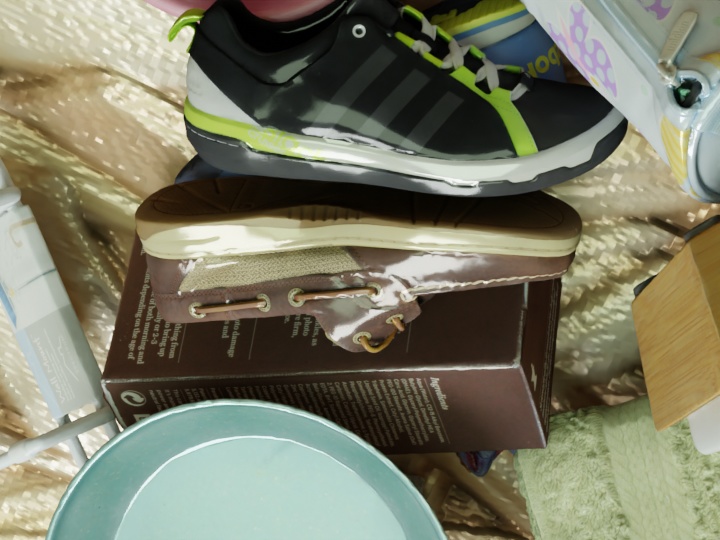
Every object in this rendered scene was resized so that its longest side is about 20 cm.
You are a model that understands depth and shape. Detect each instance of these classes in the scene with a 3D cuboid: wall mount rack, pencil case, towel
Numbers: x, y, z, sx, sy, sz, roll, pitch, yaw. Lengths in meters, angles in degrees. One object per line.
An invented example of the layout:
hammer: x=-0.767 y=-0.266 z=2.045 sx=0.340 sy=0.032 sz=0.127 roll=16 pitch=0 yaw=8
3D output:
wall mount rack: x=-0.192 y=0.038 z=1.280 sx=0.174 sy=0.074 sz=0.201 roll=-25 pitch=88 yaw=61
pencil case: x=0.114 y=-0.112 z=1.083 sx=0.090 sy=0.200 sz=0.083 roll=-3 pitch=130 yaw=-35
towel: x=0.150 y=0.144 z=1.165 sx=0.148 sy=0.036 sz=0.201 roll=-20 pitch=70 yaw=23

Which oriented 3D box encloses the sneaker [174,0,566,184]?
sneaker: x=0.006 y=-0.060 z=1.200 sx=0.199 sy=0.074 sz=0.082 roll=-22 pitch=109 yaw=23

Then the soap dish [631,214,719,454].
soap dish: x=0.192 y=0.002 z=1.062 sx=0.157 sy=0.200 sz=0.081 roll=-29 pitch=83 yaw=-6

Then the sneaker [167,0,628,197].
sneaker: x=0.015 y=-0.082 z=1.114 sx=0.199 sy=0.072 sz=0.083 roll=2 pitch=112 yaw=5

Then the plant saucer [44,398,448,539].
plant saucer: x=-0.047 y=0.150 z=1.188 sx=0.199 sy=0.036 sz=0.201 roll=3 pitch=104 yaw=11

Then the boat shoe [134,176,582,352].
boat shoe: x=0.000 y=0.000 z=1.152 sx=0.199 sy=0.072 sz=0.072 roll=-1 pitch=112 yaw=12

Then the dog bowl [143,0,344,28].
dog bowl: x=-0.051 y=-0.195 z=1.152 sx=0.199 sy=0.074 sz=0.201 roll=5 pitch=115 yaw=11

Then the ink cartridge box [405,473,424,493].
ink cartridge box: x=-0.045 y=0.182 z=1.291 sx=0.128 sy=0.125 sz=0.201 roll=10 pitch=115 yaw=9

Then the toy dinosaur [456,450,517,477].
toy dinosaur: x=0.130 y=0.128 z=1.274 sx=0.200 sy=0.105 sz=0.182 roll=-29 pitch=96 yaw=-11

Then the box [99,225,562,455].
box: x=-0.011 y=0.028 z=1.220 sx=0.199 sy=0.100 sz=0.075 roll=-4 pitch=141 yaw=17
